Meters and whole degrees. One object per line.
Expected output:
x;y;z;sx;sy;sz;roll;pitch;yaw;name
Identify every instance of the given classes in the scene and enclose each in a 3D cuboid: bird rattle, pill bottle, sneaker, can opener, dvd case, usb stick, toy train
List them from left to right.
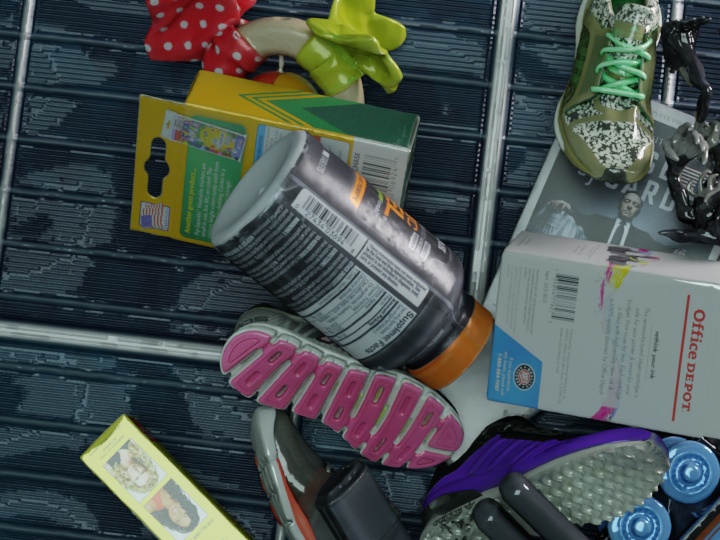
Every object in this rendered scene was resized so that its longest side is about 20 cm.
-0.067;-0.142;1.625;0.200;0.113;0.163;4;103;5;bird rattle
-0.015;0.182;1.610;0.082;0.077;0.200;-26;94;-10;sneaker
-0.012;0.078;1.613;0.200;0.087;0.074;24;114;-16;sneaker
0.000;0.000;1.540;0.200;0.106;0.106;39;87;-16;pill bottle
0.030;0.227;1.565;0.033;0.055;0.200;-15;113;41;usb stick
0.128;0.140;1.574;0.200;0.100;0.070;-24;128;24;sneaker
0.162;0.226;1.507;0.053;0.067;0.200;-44;104;6;can opener
0.186;-0.154;1.580;0.077;0.089;0.200;7;56;-1;sneaker
0.195;-0.029;1.618;0.150;0.025;0.200;23;86;10;dvd case
0.224;0.207;1.585;0.114;0.087;0.200;43;88;0;toy train

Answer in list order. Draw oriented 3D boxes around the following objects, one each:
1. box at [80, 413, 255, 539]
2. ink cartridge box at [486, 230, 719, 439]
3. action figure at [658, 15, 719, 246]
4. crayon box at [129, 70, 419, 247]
-0.119;0.194;1.606;0.200;0.075;0.050;44;86;7;box
0.199;0.047;1.547;0.200;0.068;0.115;10;107;15;ink cartridge box
0.267;-0.088;1.556;0.119;0.102;0.200;-6;80;-6;action figure
-0.064;-0.072;1.600;0.200;0.052;0.126;12;128;4;crayon box
